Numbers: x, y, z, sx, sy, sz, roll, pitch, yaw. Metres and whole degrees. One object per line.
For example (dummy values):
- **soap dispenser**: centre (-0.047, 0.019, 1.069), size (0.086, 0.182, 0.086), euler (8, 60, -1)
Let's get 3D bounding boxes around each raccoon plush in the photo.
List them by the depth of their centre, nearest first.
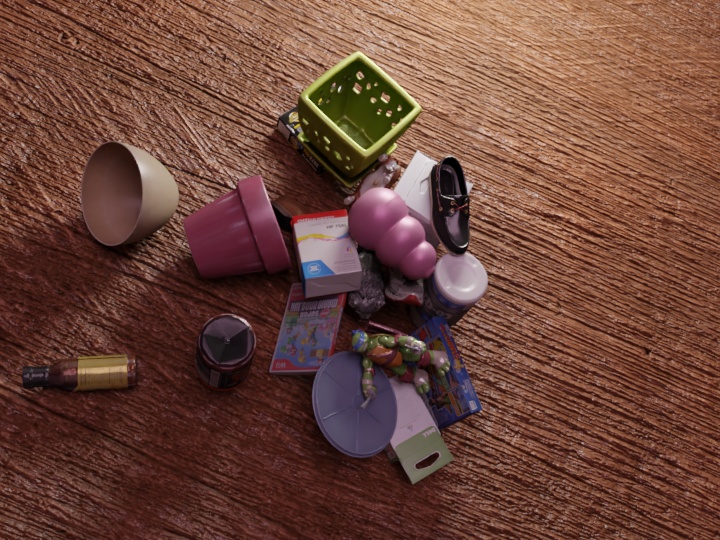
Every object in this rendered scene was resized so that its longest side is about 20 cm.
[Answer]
- **raccoon plush**: centre (0.000, 0.000, 1.522), size (0.096, 0.134, 0.202), euler (-16, 95, 3)

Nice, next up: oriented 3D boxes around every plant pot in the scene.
- **plant pot**: centre (-0.447, -0.151, 1.485), size (0.134, 0.200, 0.201), euler (-4, 62, -55)
- **plant pot**: centre (-0.252, -0.072, 1.492), size (0.177, 0.200, 0.202), euler (-19, 71, -4)
- **plant pot**: centre (-0.016, -0.312, 1.603), size (0.199, 0.182, 0.200), euler (43, 64, 7)

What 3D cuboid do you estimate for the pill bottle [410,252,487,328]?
- **pill bottle**: centre (0.176, 0.052, 1.533), size (0.113, 0.200, 0.115), euler (6, 64, -12)

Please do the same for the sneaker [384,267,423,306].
- **sneaker**: centre (0.092, 0.007, 1.503), size (0.077, 0.083, 0.200), euler (11, 25, -10)

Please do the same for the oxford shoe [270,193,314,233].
- **oxford shoe**: centre (-0.112, -0.093, 1.597), size (0.071, 0.071, 0.200), euler (-38, 79, -30)

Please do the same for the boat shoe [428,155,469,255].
- **boat shoe**: centre (0.181, -0.130, 1.473), size (0.073, 0.063, 0.203), euler (0, 69, -20)

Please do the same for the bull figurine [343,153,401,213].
- **bull figurine**: centre (0.019, -0.165, 1.600), size (0.065, 0.121, 0.201), euler (35, 93, 4)

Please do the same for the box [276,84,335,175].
- **box**: centre (-0.070, -0.334, 1.727), size (0.199, 0.049, 0.160), euler (-36, 77, -25)

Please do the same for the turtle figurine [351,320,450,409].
- **turtle figurine**: centre (0.075, 0.191, 1.381), size (0.193, 0.200, 0.145), euler (20, 93, -33)

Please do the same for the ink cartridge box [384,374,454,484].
- **ink cartridge box**: centre (0.088, 0.313, 1.471), size (0.103, 0.059, 0.201), euler (-23, 74, -22)

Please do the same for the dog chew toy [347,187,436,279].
- **dog chew toy**: centre (0.069, -0.065, 1.437), size (0.200, 0.125, 0.124), euler (46, 63, 9)

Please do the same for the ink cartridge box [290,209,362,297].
- **ink cartridge box**: centre (-0.073, -0.051, 1.487), size (0.115, 0.068, 0.201), euler (-9, 55, -10)

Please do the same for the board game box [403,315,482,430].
- **board game box**: centre (0.155, 0.211, 1.491), size (0.034, 0.135, 0.202), euler (-7, 68, -38)

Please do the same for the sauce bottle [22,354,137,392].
- **sauce bottle**: centre (-0.515, 0.191, 1.366), size (0.198, 0.066, 0.067), euler (-1, 67, -13)

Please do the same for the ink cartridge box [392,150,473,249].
- **ink cartridge box**: centre (0.125, -0.124, 1.598), size (0.144, 0.200, 0.146), euler (30, 63, 0)

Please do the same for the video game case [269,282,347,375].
- **video game case**: centre (-0.102, 0.112, 1.482), size (0.017, 0.142, 0.202), euler (42, 51, -45)

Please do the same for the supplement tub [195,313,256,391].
- **supplement tub**: centre (-0.252, 0.160, 1.371), size (0.106, 0.200, 0.108), euler (5, 66, -12)

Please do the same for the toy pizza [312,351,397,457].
- **toy pizza**: centre (-0.013, 0.253, 1.398), size (0.199, 0.032, 0.202), euler (18, 59, -33)
